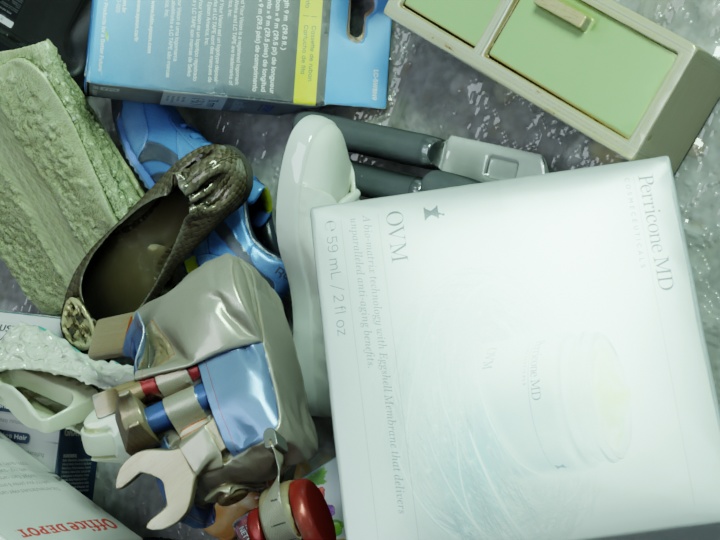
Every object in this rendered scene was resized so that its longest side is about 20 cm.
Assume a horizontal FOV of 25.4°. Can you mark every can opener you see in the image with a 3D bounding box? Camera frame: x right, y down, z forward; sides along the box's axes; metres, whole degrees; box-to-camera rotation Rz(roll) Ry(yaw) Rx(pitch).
[{"bbox_3d":[0.031,-0.066,1.011,0.199,0.066,0.053,17,94,37],"label":"can opener"}]

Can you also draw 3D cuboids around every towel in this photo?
[{"bbox_3d":[-0.222,-0.059,1.115,0.148,0.037,0.201,-11,116,37],"label":"towel"}]

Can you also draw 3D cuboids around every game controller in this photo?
[{"bbox_3d":[-0.269,-0.200,1.233,0.200,0.042,0.105,33,87,30],"label":"game controller"}]

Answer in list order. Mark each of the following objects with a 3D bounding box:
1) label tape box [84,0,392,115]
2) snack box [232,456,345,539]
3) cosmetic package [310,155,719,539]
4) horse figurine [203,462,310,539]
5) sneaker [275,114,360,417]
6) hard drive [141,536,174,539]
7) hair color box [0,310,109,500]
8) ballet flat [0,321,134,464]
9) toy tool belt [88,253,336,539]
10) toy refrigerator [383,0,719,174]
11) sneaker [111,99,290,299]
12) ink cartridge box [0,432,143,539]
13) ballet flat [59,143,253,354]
[{"bbox_3d":[-0.081,-0.181,1.077,0.199,0.063,0.145,5,85,-9],"label":"label tape box"},{"bbox_3d":[0.041,0.162,0.950,0.200,0.053,0.143,-33,71,9],"label":"snack box"},{"bbox_3d":[0.085,0.063,0.867,0.199,0.123,0.200,-8,70,2],"label":"cosmetic package"},{"bbox_3d":[-0.093,0.117,1.062,0.200,0.050,0.133,54,125,17],"label":"horse figurine"},{"bbox_3d":[0.000,0.000,0.995,0.084,0.073,0.201,6,116,25],"label":"sneaker"},{"bbox_3d":[-0.074,0.258,1.045,0.199,0.038,0.140,4,86,32],"label":"hard drive"},{"bbox_3d":[-0.244,0.131,1.148,0.100,0.060,0.201,5,87,22],"label":"hair color box"},{"bbox_3d":[-0.175,0.094,1.044,0.199,0.072,0.072,18,93,31],"label":"ballet flat"},{"bbox_3d":[-0.093,0.096,0.939,0.122,0.125,0.201,-23,59,11],"label":"toy tool belt"},{"bbox_3d":[0.114,-0.139,0.961,0.200,0.070,0.076,36,103,31],"label":"toy refrigerator"},{"bbox_3d":[-0.101,-0.060,1.090,0.078,0.066,0.201,-37,68,20],"label":"sneaker"},{"bbox_3d":[-0.264,0.160,1.040,0.200,0.146,0.083,32,97,21],"label":"ink cartridge box"},{"bbox_3d":[-0.144,-0.010,1.045,0.200,0.046,0.067,-43,79,30],"label":"ballet flat"}]
